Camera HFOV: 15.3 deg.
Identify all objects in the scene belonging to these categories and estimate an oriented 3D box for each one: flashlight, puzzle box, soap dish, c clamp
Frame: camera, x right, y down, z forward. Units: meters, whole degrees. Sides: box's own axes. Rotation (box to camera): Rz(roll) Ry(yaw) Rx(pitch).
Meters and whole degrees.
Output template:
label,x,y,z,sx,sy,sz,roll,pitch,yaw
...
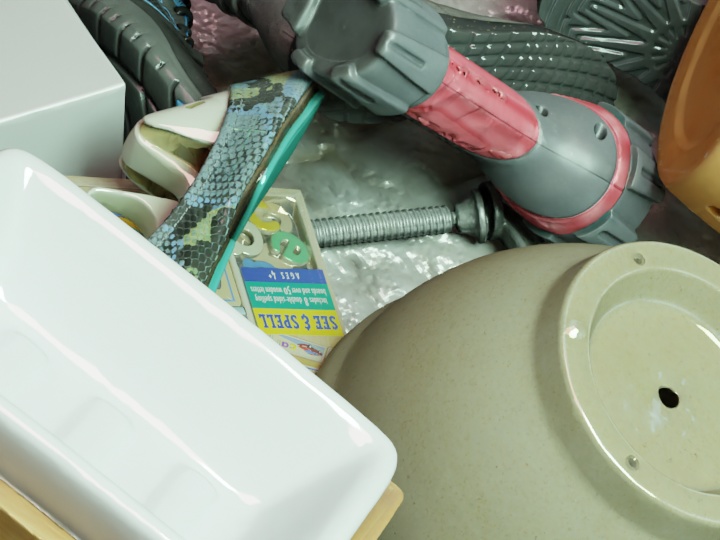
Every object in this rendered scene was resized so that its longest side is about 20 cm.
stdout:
label,x,y,z,sx,sy,sz,roll,pitch,yaw
flashlight,0.054,-0.066,1.140,0.200,0.068,0.068,28,41,-50
puzzle box,-0.095,0.023,1.069,0.199,0.025,0.133,2,56,-33
soap dish,-0.094,0.060,0.916,0.200,0.081,0.157,39,29,1
c clamp,0.000,0.000,1.186,0.199,0.027,0.171,-2,54,-13

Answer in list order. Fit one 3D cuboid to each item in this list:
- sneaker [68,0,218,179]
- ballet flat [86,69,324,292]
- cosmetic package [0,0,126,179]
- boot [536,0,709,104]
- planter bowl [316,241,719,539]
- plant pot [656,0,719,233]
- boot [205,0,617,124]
label,x,y,z,sx,sy,sz,roll,pitch,yaw
sneaker,-0.099,-0.103,1.204,0.082,0.073,0.200,-13,52,-40
ballet flat,-0.072,-0.026,1.056,0.074,0.074,0.200,21,43,3
cosmetic package,-0.203,-0.038,1.114,0.199,0.108,0.085,-19,51,-26
boot,0.158,-0.162,1.322,0.165,0.066,0.200,32,33,-20
planter bowl,0.094,0.071,1.050,0.200,0.135,0.201,16,56,-25
plant pot,0.220,-0.070,1.163,0.140,0.200,0.201,23,51,-9
boot,0.018,-0.112,1.228,0.200,0.070,0.132,16,19,-43
